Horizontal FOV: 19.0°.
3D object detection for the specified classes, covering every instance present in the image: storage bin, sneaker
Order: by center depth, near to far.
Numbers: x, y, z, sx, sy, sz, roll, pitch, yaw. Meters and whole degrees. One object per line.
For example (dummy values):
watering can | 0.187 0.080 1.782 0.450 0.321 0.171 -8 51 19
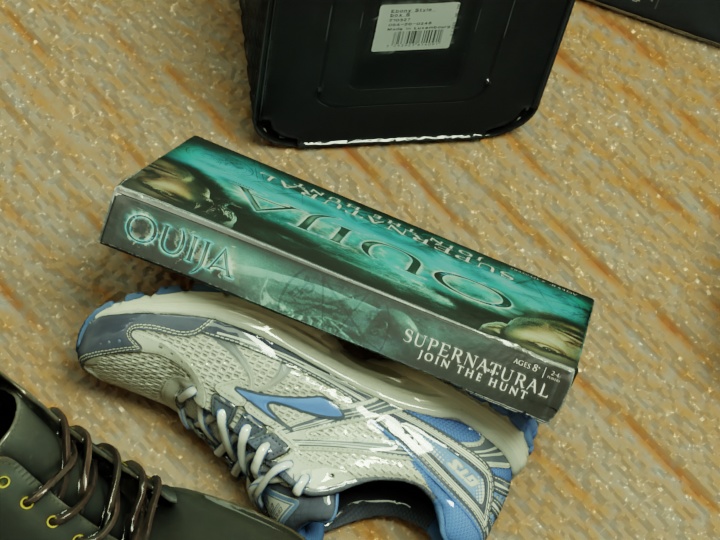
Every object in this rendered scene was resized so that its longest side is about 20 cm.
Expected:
sneaker | -0.102 0.100 0.844 0.199 0.106 0.075 10 49 -2
sneaker | -0.028 0.067 0.899 0.199 0.077 0.086 16 68 3
storage bin | 0.020 -0.146 0.944 0.134 0.200 0.094 -4 61 -9

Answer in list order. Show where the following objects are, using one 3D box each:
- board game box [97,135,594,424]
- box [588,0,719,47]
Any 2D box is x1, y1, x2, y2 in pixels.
board game box | 0.000 0.000 0.913 0.199 0.135 0.028 22 104 4
box | 0.152 -0.237 1.058 0.196 0.124 0.201 20 61 1
